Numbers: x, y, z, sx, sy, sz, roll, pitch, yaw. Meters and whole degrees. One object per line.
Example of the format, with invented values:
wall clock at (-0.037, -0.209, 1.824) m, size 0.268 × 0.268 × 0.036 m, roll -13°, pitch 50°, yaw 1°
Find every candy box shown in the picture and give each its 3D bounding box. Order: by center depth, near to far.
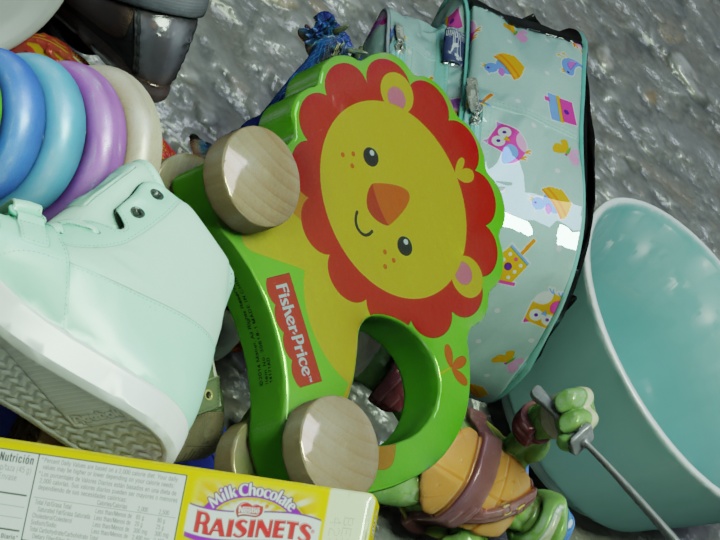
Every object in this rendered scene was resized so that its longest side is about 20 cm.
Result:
candy box at (-0.099, 0.126, 0.945) m, size 0.026 × 0.200 × 0.102 m, roll 71°, pitch 28°, yaw -71°

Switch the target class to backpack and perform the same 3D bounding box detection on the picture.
backpack at (0.047, -0.034, 1.290) m, size 0.153 × 0.176 × 0.200 m, roll 12°, pitch 47°, yaw -20°

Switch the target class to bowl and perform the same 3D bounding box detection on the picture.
bowl at (0.156, 0.071, 1.361) m, size 0.201 × 0.105 × 0.201 m, roll 36°, pitch 36°, yaw -31°

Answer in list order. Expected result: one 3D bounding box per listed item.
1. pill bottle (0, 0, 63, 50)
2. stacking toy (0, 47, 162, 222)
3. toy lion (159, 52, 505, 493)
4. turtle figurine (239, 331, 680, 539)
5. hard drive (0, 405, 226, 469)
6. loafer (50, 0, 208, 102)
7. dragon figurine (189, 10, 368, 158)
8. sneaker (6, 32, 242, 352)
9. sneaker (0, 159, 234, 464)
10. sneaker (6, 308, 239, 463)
pill bottle at (-0.225, -0.208, 1.187) m, size 0.116 × 0.116 × 0.200 m, roll 11°, pitch 41°, yaw -43°
stacking toy at (-0.178, -0.067, 0.996) m, size 0.200 × 0.085 × 0.085 m, roll 16°, pitch 45°, yaw -50°
toy lion at (0.000, 0.000, 1.103) m, size 0.191 × 0.069 × 0.200 m, roll -13°, pitch 85°, yaw -45°
turtle figurine at (0.047, 0.108, 1.174) m, size 0.194 × 0.144 × 0.200 m, roll 33°, pitch 33°, yaw -21°
hard drive at (-0.140, 0.080, 1.089) m, size 0.200 × 0.025 × 0.132 m, roll -4°, pitch 61°, yaw -51°
loafer at (-0.140, -0.134, 1.221) m, size 0.072 × 0.063 × 0.200 m, roll 6°, pitch 11°, yaw -28°
dragon figurine at (-0.033, -0.058, 1.168) m, size 0.059 × 0.099 × 0.200 m, roll 43°, pitch 22°, yaw -21°
sneaker at (-0.117, -0.038, 1.213) m, size 0.200 × 0.073 × 0.077 m, roll 50°, pitch 11°, yaw -6°
sneaker at (-0.142, -0.014, 0.978) m, size 0.200 × 0.074 × 0.118 m, roll 37°, pitch 48°, yaw -18°
sneaker at (-0.100, 0.060, 1.067) m, size 0.090 × 0.067 × 0.200 m, roll 34°, pitch 33°, yaw -14°
